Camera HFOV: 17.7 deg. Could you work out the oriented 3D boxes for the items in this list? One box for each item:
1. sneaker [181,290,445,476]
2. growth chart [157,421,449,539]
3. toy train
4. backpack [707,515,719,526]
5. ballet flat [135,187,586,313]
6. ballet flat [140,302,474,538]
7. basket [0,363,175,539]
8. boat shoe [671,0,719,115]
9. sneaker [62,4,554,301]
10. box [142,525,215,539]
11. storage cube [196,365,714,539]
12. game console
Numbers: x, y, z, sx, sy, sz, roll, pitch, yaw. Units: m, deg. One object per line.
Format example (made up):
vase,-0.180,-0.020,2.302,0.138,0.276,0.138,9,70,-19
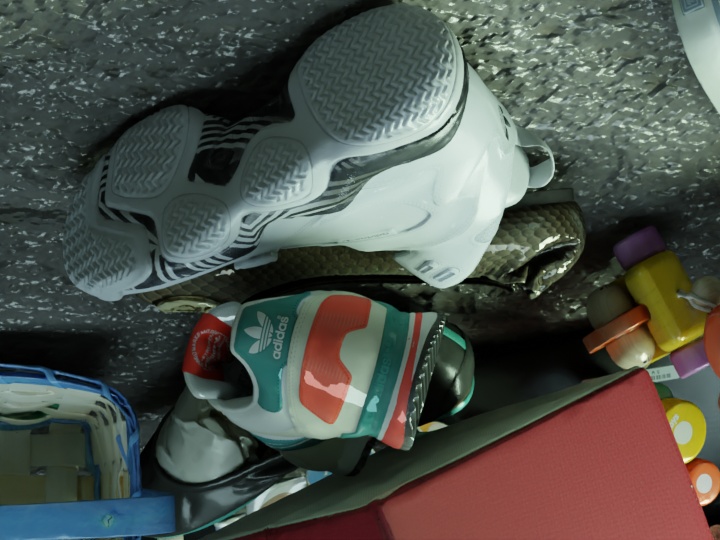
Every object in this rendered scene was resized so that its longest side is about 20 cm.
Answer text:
sneaker,-0.029,0.040,0.969,0.093,0.071,0.200,17,170,-8
growth chart,-0.005,0.153,1.179,0.198,0.018,0.146,-15,116,7
toy train,0.146,0.069,1.047,0.055,0.150,0.201,-24,146,-25
backpack,0.240,0.188,1.198,0.166,0.127,0.200,-14,-168,27
ballet flat,0.000,0.000,1.002,0.198,0.047,0.067,-9,-179,0
ballet flat,-0.042,0.064,1.116,0.199,0.068,0.068,-26,137,13
basket,-0.182,0.112,1.065,0.175,0.140,0.200,0,-179,-12
boat shoe,0.188,-0.069,0.908,0.071,0.071,0.201,-17,147,25
sneaker,-0.019,-0.026,0.936,0.199,0.076,0.115,-26,143,27
box,-0.172,0.231,1.275,0.199,0.105,0.182,-8,156,-41
storage cube,0.048,0.167,1.015,0.199,0.181,0.170,-21,180,-39
game console,0.145,0.077,1.216,0.198,0.117,0.177,-10,121,6
